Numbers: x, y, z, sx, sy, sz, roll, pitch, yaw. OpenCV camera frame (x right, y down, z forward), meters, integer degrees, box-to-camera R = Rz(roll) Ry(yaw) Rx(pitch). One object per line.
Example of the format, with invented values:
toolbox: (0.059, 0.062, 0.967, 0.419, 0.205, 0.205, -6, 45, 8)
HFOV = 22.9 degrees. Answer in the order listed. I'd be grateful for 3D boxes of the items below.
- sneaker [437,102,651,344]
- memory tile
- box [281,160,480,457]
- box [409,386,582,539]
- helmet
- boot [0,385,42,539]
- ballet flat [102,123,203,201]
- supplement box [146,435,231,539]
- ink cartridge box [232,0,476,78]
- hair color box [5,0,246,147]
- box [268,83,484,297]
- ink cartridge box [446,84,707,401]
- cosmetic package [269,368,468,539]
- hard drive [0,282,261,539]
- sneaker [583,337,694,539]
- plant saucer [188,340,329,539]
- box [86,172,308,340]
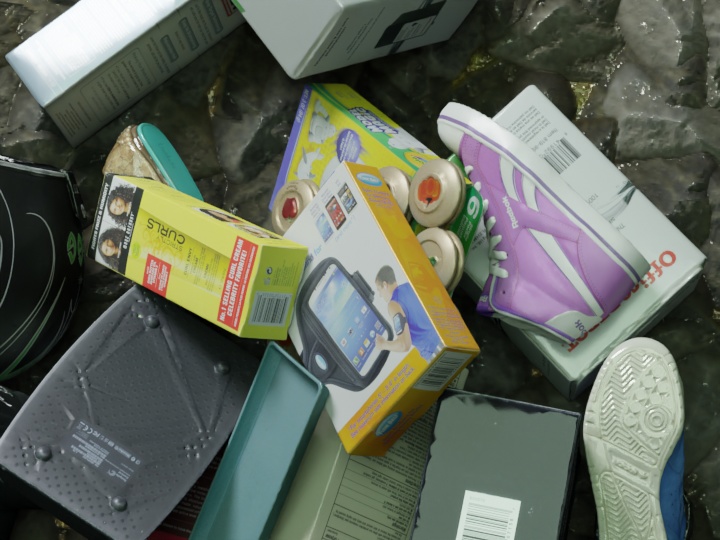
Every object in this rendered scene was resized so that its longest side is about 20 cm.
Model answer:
sneaker: (0.106, -0.031, 1.322, 0.114, 0.073, 0.200, -45, 71, 1)
memory tile: (0.000, 0.000, 1.309, 0.199, 0.017, 0.154, -5, 79, 45)
box: (-0.003, 0.018, 1.269, 0.119, 0.041, 0.200, -50, 54, 29)
box: (0.094, 0.206, 1.287, 0.103, 0.182, 0.201, 10, 76, 11)
helmet: (-0.316, 0.001, 1.381, 0.199, 0.200, 0.192, 12, 93, 8)
boot: (-0.263, 0.178, 1.357, 0.199, 0.169, 0.077, 21, 36, -4)
ballet flat: (-0.145, -0.027, 1.443, 0.065, 0.070, 0.200, -41, 70, 22)
supplement box: (-0.140, 0.215, 1.370, 0.108, 0.061, 0.201, 15, 78, 10)
ink cartridge box: (-0.011, -0.246, 1.406, 0.200, 0.083, 0.147, -22, 69, -48)
hair color box: (-0.184, -0.197, 1.464, 0.200, 0.099, 0.061, -37, 74, -5)
box: (0.012, -0.049, 1.363, 0.200, 0.048, 0.118, 40, 122, 40)
ink cartridge box: (0.150, -0.020, 1.393, 0.146, 0.083, 0.200, -40, 74, -6)
cosmetic package: (-0.002, 0.147, 1.346, 0.071, 0.105, 0.201, 5, 70, 50)
hard drive: (-0.168, 0.111, 1.303, 0.135, 0.042, 0.200, 32, 48, 4)
sneaker: (0.208, 0.150, 1.325, 0.076, 0.111, 0.201, -3, 88, 11)
plant saucer: (-0.077, 0.155, 1.287, 0.070, 0.019, 0.201, 37, 109, 44)
box: (-0.126, -0.013, 1.336, 0.200, 0.050, 0.076, 25, 104, 43)
